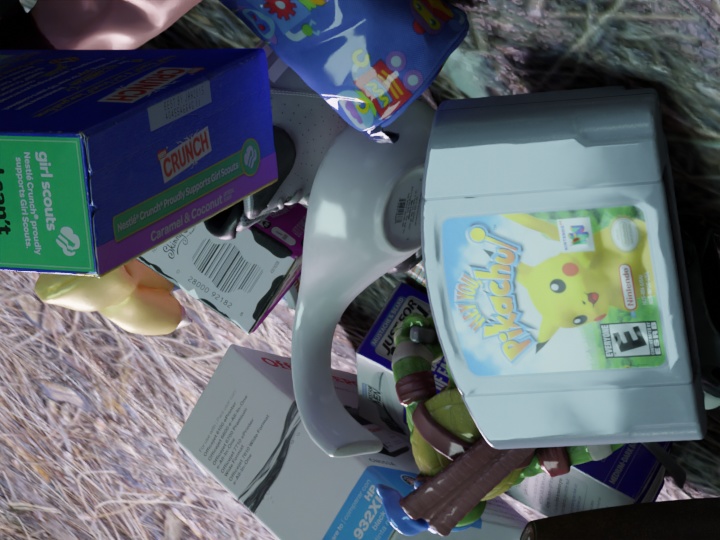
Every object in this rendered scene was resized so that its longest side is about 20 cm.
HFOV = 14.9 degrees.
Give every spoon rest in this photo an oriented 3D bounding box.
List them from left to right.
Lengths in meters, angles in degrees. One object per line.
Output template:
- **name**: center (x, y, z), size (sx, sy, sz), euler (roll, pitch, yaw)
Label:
- **spoon rest**: center (0.000, 0.000, 1.515), size (0.099, 0.200, 0.061), euler (-2, -159, -45)

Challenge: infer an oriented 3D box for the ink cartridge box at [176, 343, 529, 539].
- **ink cartridge box**: center (-0.003, 0.142, 1.812), size (0.145, 0.084, 0.200), euler (16, -162, -48)

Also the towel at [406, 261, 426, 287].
- **towel**: center (0.102, 0.016, 1.622), size (0.200, 0.022, 0.147), euler (31, 158, 4)

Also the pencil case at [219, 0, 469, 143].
- **pencil case**: center (-0.040, -0.153, 1.373), size (0.200, 0.078, 0.087), euler (39, 137, -13)

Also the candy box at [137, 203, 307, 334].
- **candy box**: center (-0.118, -0.057, 1.621), size (0.200, 0.061, 0.136), euler (33, -161, 1)

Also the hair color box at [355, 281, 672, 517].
- **hair color box**: center (0.097, 0.095, 1.742), size (0.200, 0.065, 0.109), euler (26, 159, 12)

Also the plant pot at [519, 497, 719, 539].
- **plant pot**: center (0.188, 0.207, 1.602), size (0.200, 0.187, 0.187), euler (11, 159, -4)

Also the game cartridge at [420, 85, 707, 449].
- **game cartridge**: center (0.101, 0.004, 1.413), size (0.133, 0.040, 0.200), euler (-3, 118, 19)

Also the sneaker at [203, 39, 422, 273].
- **sneaker**: center (-0.038, -0.044, 1.531), size (0.075, 0.116, 0.200), euler (24, 152, 41)

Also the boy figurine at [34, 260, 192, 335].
- **boy figurine**: center (-0.144, -0.018, 1.681), size (0.125, 0.064, 0.200), euler (65, -161, 2)

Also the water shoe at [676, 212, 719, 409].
- **water shoe**: center (0.148, -0.015, 1.452), size (0.079, 0.072, 0.200), euler (-33, 110, 34)

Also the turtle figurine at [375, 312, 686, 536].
- **turtle figurine**: center (0.092, 0.049, 1.581), size (0.144, 0.200, 0.194), euler (52, 146, 33)

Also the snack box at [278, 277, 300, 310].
- **snack box**: center (-0.126, -0.033, 1.832), size (0.200, 0.024, 0.072), euler (22, 154, 27)

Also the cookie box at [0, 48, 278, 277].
- **cookie box**: center (-0.169, -0.059, 1.381), size (0.200, 0.171, 0.075), euler (2, 108, 30)

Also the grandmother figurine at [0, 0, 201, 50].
- **grandmother figurine**: center (-0.159, -0.127, 1.500), size (0.200, 0.061, 0.121), euler (-31, 110, 28)

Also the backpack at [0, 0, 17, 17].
- **backpack**: center (-0.221, -0.184, 1.394), size (0.167, 0.200, 0.127), euler (40, 158, -19)
